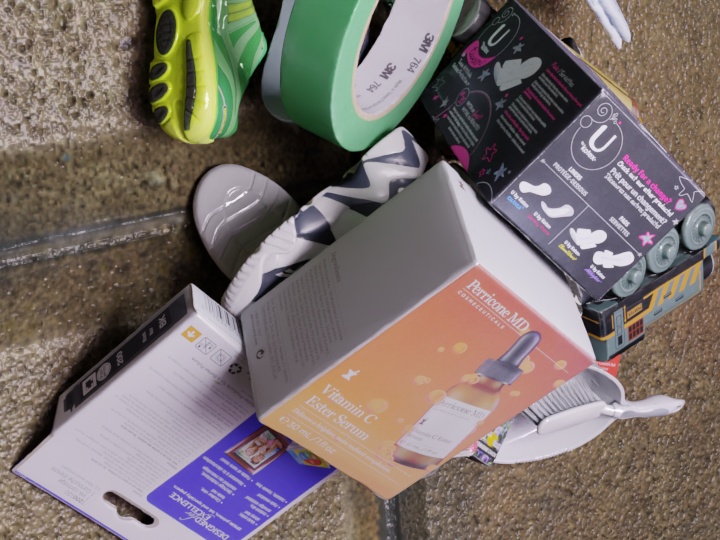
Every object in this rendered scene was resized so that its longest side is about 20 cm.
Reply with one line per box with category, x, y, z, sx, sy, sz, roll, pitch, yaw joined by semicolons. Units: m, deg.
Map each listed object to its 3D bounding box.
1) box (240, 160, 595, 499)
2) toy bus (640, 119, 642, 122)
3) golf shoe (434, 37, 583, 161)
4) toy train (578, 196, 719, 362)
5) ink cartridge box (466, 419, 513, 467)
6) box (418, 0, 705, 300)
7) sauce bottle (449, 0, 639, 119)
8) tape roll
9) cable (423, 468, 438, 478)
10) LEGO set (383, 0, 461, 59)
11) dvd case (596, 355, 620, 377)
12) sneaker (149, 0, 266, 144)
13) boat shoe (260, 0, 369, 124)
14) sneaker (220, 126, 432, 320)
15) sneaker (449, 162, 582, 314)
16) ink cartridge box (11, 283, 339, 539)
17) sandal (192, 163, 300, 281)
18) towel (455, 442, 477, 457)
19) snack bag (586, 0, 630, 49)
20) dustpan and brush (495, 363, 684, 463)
box;0.039;0.048;1.059;0.199;0.107;0.152;-37;131;21
toy bus;0.220;-0.071;1.318;0.201;0.064;0.079;-69;141;-55
golf shoe;0.132;-0.151;1.305;0.199;0.072;0.093;-21;98;-42
toy train;0.265;0.001;1.399;0.199;0.085;0.115;-29;126;-32
ink cartridge box;0.109;0.061;1.294;0.050;0.109;0.201;36;76;-37
box;0.148;-0.096;1.112;0.115;0.200;0.132;-45;119;12
sauce bottle;0.151;-0.165;1.234;0.199;0.066;0.067;31;79;-32
tape roll;0.015;-0.189;1.087;0.201;0.048;0.201;-51;158;-29
cable;-0.028;0.109;1.183;0.200;0.050;0.097;41;80;11
LEGO set;0.074;-0.271;1.203;0.154;0.115;0.201;-44;121;-22
dvd case;0.204;0.035;1.417;0.145;0.022;0.202;9;94;-38
sneaker;-0.114;-0.195;1.118;0.083;0.073;0.202;10;88;-64
boat shoe;-0.019;-0.212;1.153;0.202;0.070;0.091;-69;164;12
sneaker;0.000;0.000;1.123;0.199;0.079;0.130;-41;90;-21
sneaker;0.111;-0.005;1.240;0.085;0.200;0.077;-47;137;9
ink cartridge box;-0.129;0.132;1.133;0.200;0.044;0.198;-39;123;16
sandal;-0.057;0.002;1.176;0.202;0.050;0.083;43;71;-4
towel;0.020;0.056;1.211;0.030;0.145;0.202;-26;112;-71
snack bag;0.167;-0.288;1.219;0.202;0.021;0.188;66;15;7
dustpan and brush;0.215;0.126;1.371;0.198;0.057;0.140;-10;137;-31
